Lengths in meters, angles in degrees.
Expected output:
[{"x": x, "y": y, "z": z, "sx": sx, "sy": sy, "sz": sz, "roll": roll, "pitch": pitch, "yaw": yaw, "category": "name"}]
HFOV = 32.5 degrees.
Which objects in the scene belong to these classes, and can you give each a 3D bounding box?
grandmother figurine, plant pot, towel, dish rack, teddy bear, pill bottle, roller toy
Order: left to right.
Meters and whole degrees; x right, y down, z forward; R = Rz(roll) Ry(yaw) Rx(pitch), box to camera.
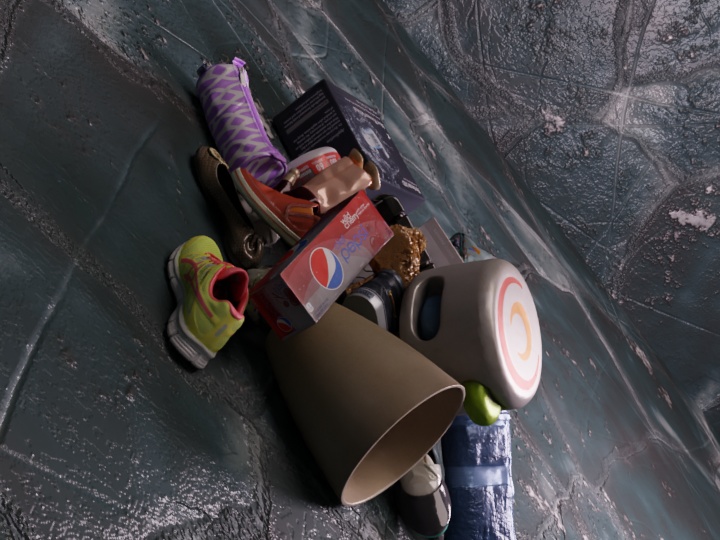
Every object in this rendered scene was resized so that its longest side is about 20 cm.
[{"x": -0.067, "y": -0.090, "z": 1.648, "sx": 0.121, "sy": 0.199, "sz": 0.061, "roll": 36, "pitch": -34, "yaw": 42, "category": "grandmother figurine"}, {"x": -0.038, "y": -0.062, "z": 1.748, "sx": 0.201, "sy": 0.115, "sz": 0.116, "roll": 60, "pitch": 18, "yaw": 8, "category": "pill bottle"}, {"x": -0.013, "y": 0.130, "z": 1.416, "sx": 0.200, "sy": 0.188, "sz": 0.187, "roll": 46, "pitch": 13, "yaw": 23, "category": "plant pot"}, {"x": 0.000, "y": 0.000, "z": 1.660, "sx": 0.155, "sy": 0.199, "sz": 0.055, "roll": 60, "pitch": -15, "yaw": -1, "category": "dish rack"}, {"x": 0.045, "y": 0.044, "z": 1.608, "sx": 0.067, "sy": 0.144, "sz": 0.202, "roll": 174, "pitch": -108, "yaw": -81, "category": "teddy bear"}, {"x": 0.132, "y": 0.083, "z": 1.519, "sx": 0.200, "sy": 0.138, "sz": 0.185, "roll": -29, "pitch": 107, "yaw": -62, "category": "roller toy"}, {"x": 0.151, "y": 0.275, "z": 1.579, "sx": 0.111, "sy": 0.048, "sz": 0.203, "roll": 8, "pitch": 77, "yaw": -41, "category": "towel"}]

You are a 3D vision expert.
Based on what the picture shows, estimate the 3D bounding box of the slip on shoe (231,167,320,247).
[{"x": -0.080, "y": -0.065, "z": 1.552, "sx": 0.199, "sy": 0.061, "sz": 0.074, "roll": 39, "pitch": -3, "yaw": 6, "category": "slip on shoe"}]

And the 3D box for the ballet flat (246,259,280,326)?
[{"x": -0.112, "y": 0.023, "z": 1.518, "sx": 0.063, "sy": 0.076, "sz": 0.200, "roll": 25, "pitch": 9, "yaw": 11, "category": "ballet flat"}]

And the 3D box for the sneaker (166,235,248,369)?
[{"x": -0.156, "y": 0.020, "z": 1.346, "sx": 0.078, "sy": 0.090, "sz": 0.201, "roll": 41, "pitch": 21, "yaw": -31, "category": "sneaker"}]

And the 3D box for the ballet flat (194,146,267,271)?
[{"x": -0.164, "y": -0.086, "z": 1.584, "sx": 0.067, "sy": 0.046, "sz": 0.201, "roll": 32, "pitch": 28, "yaw": -51, "category": "ballet flat"}]

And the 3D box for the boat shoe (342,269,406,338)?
[{"x": 0.025, "y": 0.102, "z": 1.531, "sx": 0.091, "sy": 0.070, "sz": 0.203, "roll": -38, "pitch": 134, "yaw": -52, "category": "boat shoe"}]

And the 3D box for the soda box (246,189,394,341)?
[{"x": -0.043, "y": -0.009, "z": 1.400, "sx": 0.070, "sy": 0.063, "sz": 0.200, "roll": 53, "pitch": 41, "yaw": -10, "category": "soda box"}]

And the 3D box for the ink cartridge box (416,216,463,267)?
[{"x": 0.095, "y": 0.053, "z": 1.791, "sx": 0.201, "sy": 0.175, "sz": 0.045, "roll": 57, "pitch": 16, "yaw": 6, "category": "ink cartridge box"}]

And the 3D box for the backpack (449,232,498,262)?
[{"x": 0.129, "y": 0.045, "z": 1.904, "sx": 0.152, "sy": 0.176, "sz": 0.201, "roll": 31, "pitch": 23, "yaw": -18, "category": "backpack"}]

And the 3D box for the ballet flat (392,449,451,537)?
[{"x": 0.068, "y": 0.245, "z": 1.544, "sx": 0.073, "sy": 0.073, "sz": 0.201, "roll": 46, "pitch": 15, "yaw": -26, "category": "ballet flat"}]

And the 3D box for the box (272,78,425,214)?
[{"x": -0.017, "y": -0.180, "z": 2.021, "sx": 0.196, "sy": 0.117, "sz": 0.202, "roll": 16, "pitch": 43, "yaw": -63, "category": "box"}]

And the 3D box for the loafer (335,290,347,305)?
[{"x": -0.054, "y": 0.044, "z": 1.530, "sx": 0.201, "sy": 0.072, "sz": 0.073, "roll": 81, "pitch": -13, "yaw": -45, "category": "loafer"}]

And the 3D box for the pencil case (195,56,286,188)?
[{"x": -0.166, "y": -0.202, "z": 1.726, "sx": 0.084, "sy": 0.085, "sz": 0.202, "roll": 25, "pitch": 35, "yaw": -53, "category": "pencil case"}]
